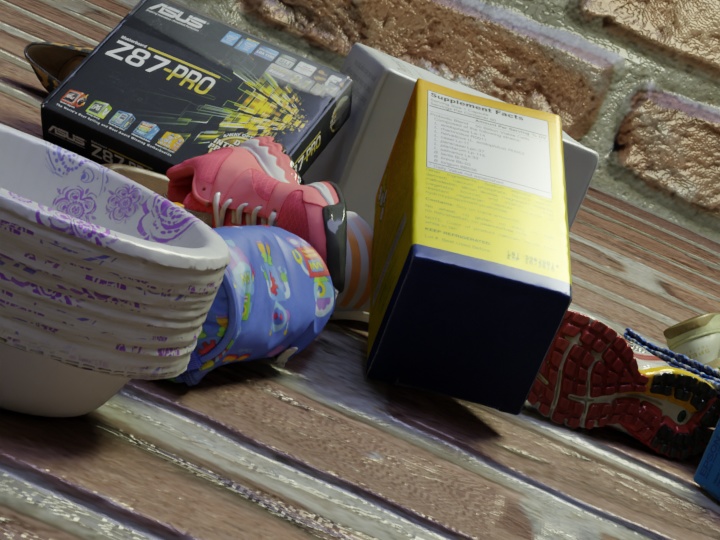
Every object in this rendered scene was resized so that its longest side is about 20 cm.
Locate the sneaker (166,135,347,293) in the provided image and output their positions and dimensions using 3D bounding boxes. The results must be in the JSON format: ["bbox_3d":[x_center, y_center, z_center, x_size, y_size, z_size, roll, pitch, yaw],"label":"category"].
[{"bbox_3d":[-0.070,-0.029,1.406,0.086,0.074,0.200,-7,21,-21],"label":"sneaker"}]

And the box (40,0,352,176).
[{"bbox_3d":[-0.129,-0.126,1.721,0.199,0.049,0.161,25,50,18],"label":"box"}]

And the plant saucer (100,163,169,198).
[{"bbox_3d":[-0.121,-0.032,1.563,0.199,0.032,0.200,23,10,-5],"label":"plant saucer"}]

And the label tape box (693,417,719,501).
[{"bbox_3d":[0.350,0.118,1.527,0.199,0.145,0.063,19,8,-31],"label":"label tape box"}]

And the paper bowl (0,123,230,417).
[{"bbox_3d":[-0.171,-0.002,1.041,0.200,0.105,0.201,22,9,-4],"label":"paper bowl"}]

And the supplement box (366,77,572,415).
[{"bbox_3d":[0.071,-0.018,1.443,0.108,0.110,0.201,14,39,-8],"label":"supplement box"}]

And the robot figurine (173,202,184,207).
[{"bbox_3d":[-0.194,-0.041,1.344,0.199,0.059,0.145,22,10,-6],"label":"robot figurine"}]

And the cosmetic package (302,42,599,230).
[{"bbox_3d":[0.065,-0.072,1.817,0.199,0.166,0.165,21,9,-14],"label":"cosmetic package"}]

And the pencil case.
[{"bbox_3d":[-0.078,0.019,1.243,0.078,0.087,0.200,-18,-3,16],"label":"pencil case"}]

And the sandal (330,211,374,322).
[{"bbox_3d":[-0.002,-0.007,1.534,0.206,0.059,0.080,13,48,-50],"label":"sandal"}]

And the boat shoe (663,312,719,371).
[{"bbox_3d":[0.341,0.081,1.989,0.200,0.073,0.064,14,56,-62],"label":"boat shoe"}]

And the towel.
[{"bbox_3d":[0.291,0.107,1.649,0.145,0.024,0.200,39,-5,-24],"label":"towel"}]

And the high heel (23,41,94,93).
[{"bbox_3d":[-0.215,-0.163,1.902,0.142,0.072,0.200,26,-9,-23],"label":"high heel"}]

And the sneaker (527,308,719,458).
[{"bbox_3d":[0.165,0.077,1.554,0.199,0.078,0.082,29,1,-33],"label":"sneaker"}]
